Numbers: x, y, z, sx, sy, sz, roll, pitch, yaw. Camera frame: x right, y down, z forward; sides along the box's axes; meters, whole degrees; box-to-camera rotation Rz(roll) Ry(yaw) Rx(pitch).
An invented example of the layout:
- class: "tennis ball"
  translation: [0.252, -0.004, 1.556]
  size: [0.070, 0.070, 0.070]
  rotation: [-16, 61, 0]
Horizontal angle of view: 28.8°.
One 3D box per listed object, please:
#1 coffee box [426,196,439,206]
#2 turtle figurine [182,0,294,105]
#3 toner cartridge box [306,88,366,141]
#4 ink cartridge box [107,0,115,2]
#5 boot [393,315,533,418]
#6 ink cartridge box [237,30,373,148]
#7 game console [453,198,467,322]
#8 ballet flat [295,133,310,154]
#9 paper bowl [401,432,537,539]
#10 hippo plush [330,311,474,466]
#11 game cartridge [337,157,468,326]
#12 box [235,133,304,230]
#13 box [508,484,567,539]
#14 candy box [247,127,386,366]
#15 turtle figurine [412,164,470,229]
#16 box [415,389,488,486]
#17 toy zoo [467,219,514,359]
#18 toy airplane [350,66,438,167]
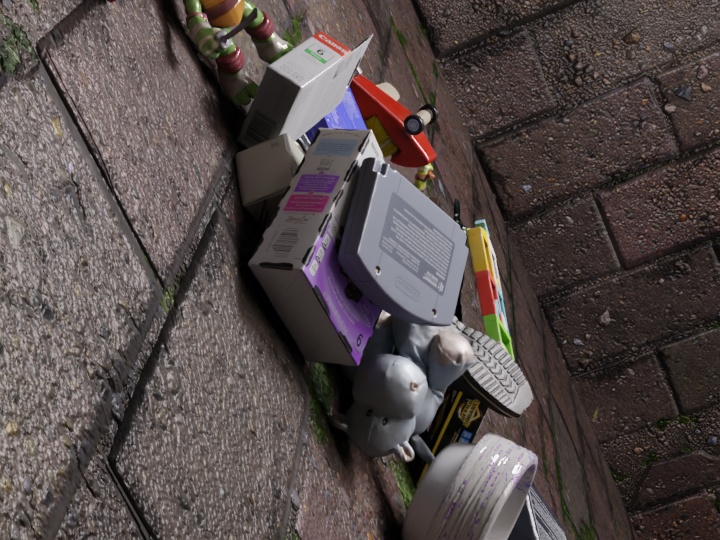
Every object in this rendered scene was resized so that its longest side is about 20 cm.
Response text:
- class: "coffee box"
  translation: [0.071, -0.032, 2.052]
  size: [0.200, 0.079, 0.115]
  rotation: [-71, 163, -70]
- class: "turtle figurine"
  translation: [-0.118, -0.272, 1.531]
  size: [0.194, 0.199, 0.144]
  rotation: [67, 25, -54]
- class: "toner cartridge box"
  translation: [-0.030, -0.180, 1.898]
  size: [0.095, 0.043, 0.201]
  rotation: [18, 42, -47]
- class: "ink cartridge box"
  translation: [-0.177, -0.345, 1.299]
  size: [0.117, 0.199, 0.068]
  rotation: [55, 19, -48]
- class: "boot"
  translation: [0.102, 0.132, 1.711]
  size: [0.200, 0.138, 0.077]
  rotation: [43, 42, 11]
- class: "ink cartridge box"
  translation: [-0.063, -0.217, 1.644]
  size: [0.050, 0.109, 0.200]
  rotation: [33, 36, 7]
- class: "game console"
  translation: [0.086, 0.021, 1.921]
  size: [0.116, 0.175, 0.201]
  rotation: [33, -51, 54]
- class: "ballet flat"
  translation: [-0.057, -0.101, 1.728]
  size: [0.200, 0.073, 0.073]
  rotation: [60, 15, -28]
- class: "paper bowl"
  translation: [0.121, 0.285, 1.653]
  size: [0.201, 0.104, 0.201]
  rotation: [-55, 161, -30]
- class: "hippo plush"
  translation: [0.020, 0.139, 1.602]
  size: [0.161, 0.159, 0.201]
  rotation: [-31, 143, -60]
- class: "game cartridge"
  translation: [0.048, -0.020, 1.526]
  size: [0.200, 0.040, 0.134]
  rotation: [37, 57, -47]
- class: "box"
  translation: [-0.069, -0.065, 1.616]
  size: [0.200, 0.068, 0.082]
  rotation: [52, 22, -52]
- class: "box"
  translation: [0.222, 0.421, 1.947]
  size: [0.200, 0.123, 0.199]
  rotation: [54, 18, -45]
- class: "candy box"
  translation: [-0.024, -0.027, 1.528]
  size: [0.200, 0.071, 0.168]
  rotation: [-65, 145, -32]
- class: "turtle figurine"
  translation: [0.097, -0.095, 2.181]
  size: [0.161, 0.064, 0.200]
  rotation: [45, -35, 16]
- class: "box"
  translation: [0.133, 0.194, 1.890]
  size: [0.049, 0.160, 0.200]
  rotation: [24, 18, 0]
- class: "toy zoo"
  translation: [0.175, 0.026, 1.898]
  size: [0.131, 0.020, 0.201]
  rotation: [48, 31, -69]
- class: "toy airplane"
  translation: [0.001, -0.229, 2.081]
  size: [0.199, 0.141, 0.200]
  rotation: [11, 38, -32]
